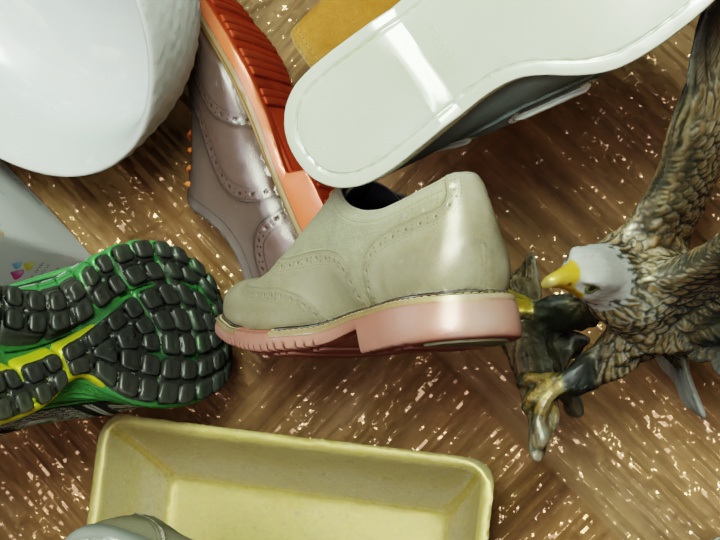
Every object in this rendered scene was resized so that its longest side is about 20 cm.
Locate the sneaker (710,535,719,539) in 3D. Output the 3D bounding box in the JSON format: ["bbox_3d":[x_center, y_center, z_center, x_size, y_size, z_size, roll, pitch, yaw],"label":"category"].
[{"bbox_3d":[0.153,0.154,0.722,0.199,0.085,0.078,-24,77,12],"label":"sneaker"}]

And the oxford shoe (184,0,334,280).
[{"bbox_3d":[-0.066,-0.066,0.827,0.072,0.071,0.201,-30,76,17],"label":"oxford shoe"}]

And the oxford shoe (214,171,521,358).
[{"bbox_3d":[0.000,0.000,0.722,0.200,0.070,0.074,-8,84,54],"label":"oxford shoe"}]

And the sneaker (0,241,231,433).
[{"bbox_3d":[-0.144,0.034,0.776,0.085,0.199,0.078,-21,77,46],"label":"sneaker"}]

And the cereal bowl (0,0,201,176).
[{"bbox_3d":[-0.154,-0.150,0.795,0.199,0.201,0.083,27,48,19],"label":"cereal bowl"}]

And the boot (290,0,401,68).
[{"bbox_3d":[0.027,-0.132,0.681,0.144,0.201,0.071,-26,41,21],"label":"boot"}]

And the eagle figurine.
[{"bbox_3d":[0.129,-0.010,0.679,0.152,0.151,0.200,43,121,-7],"label":"eagle figurine"}]

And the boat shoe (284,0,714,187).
[{"bbox_3d":[0.062,-0.096,0.650,0.199,0.062,0.073,-29,88,22],"label":"boat shoe"}]

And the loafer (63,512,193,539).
[{"bbox_3d":[-0.039,0.162,0.739,0.199,0.070,0.075,33,109,1],"label":"loafer"}]

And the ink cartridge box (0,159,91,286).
[{"bbox_3d":[-0.261,-0.010,0.811,0.146,0.200,0.147,44,97,17],"label":"ink cartridge box"}]

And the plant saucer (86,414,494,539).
[{"bbox_3d":[-0.038,0.179,0.798,0.199,0.048,0.201,5,85,17],"label":"plant saucer"}]
